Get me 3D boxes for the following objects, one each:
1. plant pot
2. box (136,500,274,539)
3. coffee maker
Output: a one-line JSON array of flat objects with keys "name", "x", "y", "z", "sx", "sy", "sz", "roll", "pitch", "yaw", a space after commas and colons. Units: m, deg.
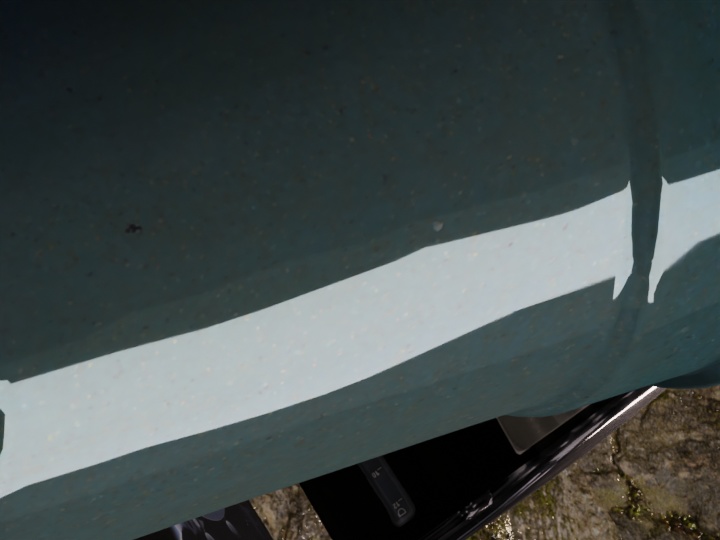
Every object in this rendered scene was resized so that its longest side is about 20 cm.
[{"name": "plant pot", "x": -0.031, "y": -0.035, "z": 0.516, "sx": 0.195, "sy": 0.201, "sz": 0.200, "roll": -23, "pitch": 170, "yaw": -27}, {"name": "box", "x": -0.130, "y": 0.069, "z": 0.898, "sx": 0.086, "sy": 0.164, "sz": 0.200, "roll": -34, "pitch": 174, "yaw": 12}, {"name": "coffee maker", "x": 0.000, "y": 0.000, "z": 0.868, "sx": 0.134, "sy": 0.201, "sz": 0.192, "roll": -30, "pitch": 174, "yaw": -26}]
